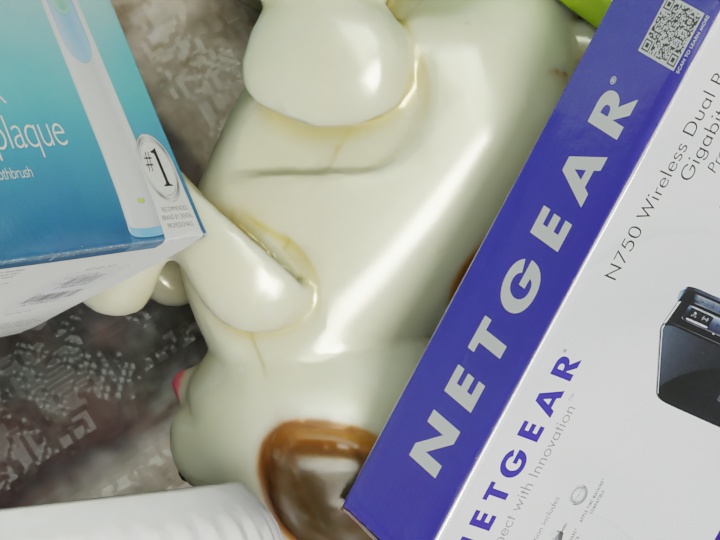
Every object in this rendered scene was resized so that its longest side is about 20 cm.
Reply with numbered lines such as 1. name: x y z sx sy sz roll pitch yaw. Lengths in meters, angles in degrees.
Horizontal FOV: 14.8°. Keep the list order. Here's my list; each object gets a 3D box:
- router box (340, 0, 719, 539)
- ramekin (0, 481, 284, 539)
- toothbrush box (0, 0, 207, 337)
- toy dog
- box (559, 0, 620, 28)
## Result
1. router box: 0.114 0.025 0.884 0.179 0.049 0.201 21 100 -37
2. ramekin: -0.108 0.126 0.856 0.199 0.200 0.106 -6 87 -2
3. toothbrush box: -0.149 -0.080 0.836 0.085 0.146 0.201 -27 81 26
4. toy dog: 0.000 0.000 0.932 0.193 0.140 0.201 12 91 2
5. box: 0.043 -0.178 0.883 0.200 0.048 0.122 37 83 4
